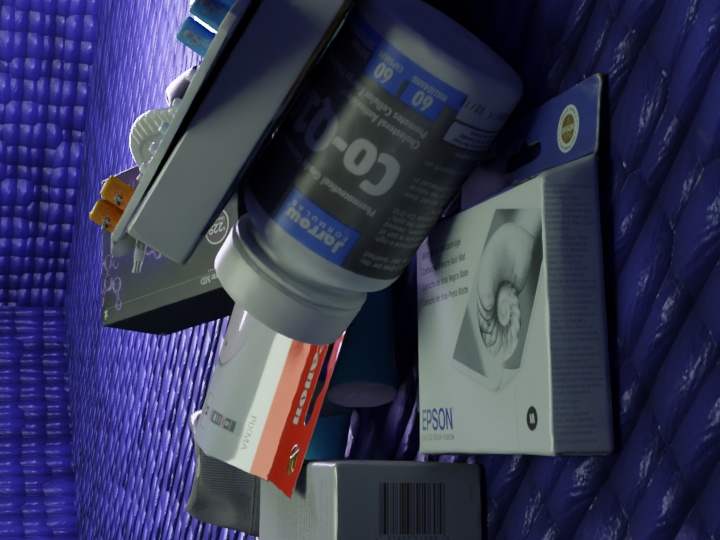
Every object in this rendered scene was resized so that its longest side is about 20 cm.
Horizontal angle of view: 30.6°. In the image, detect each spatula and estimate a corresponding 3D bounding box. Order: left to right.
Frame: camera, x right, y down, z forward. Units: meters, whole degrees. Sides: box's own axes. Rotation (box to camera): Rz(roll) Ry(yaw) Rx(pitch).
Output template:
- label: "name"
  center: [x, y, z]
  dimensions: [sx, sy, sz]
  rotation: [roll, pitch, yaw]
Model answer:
- label: "spatula"
  center: [-0.117, -0.159, 1.039]
  dimensions: [0.200, 0.020, 0.057]
  rotation: [-15, 91, 58]

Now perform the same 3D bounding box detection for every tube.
- label: "tube"
  center: [-0.039, 0.190, 1.119]
  dimensions: [0.078, 0.050, 0.201]
  rotation: [-97, 11, -60]
- label: "tube"
  center: [0.000, 0.000, 0.990]
  dimensions: [0.077, 0.050, 0.201]
  rotation: [-32, 50, 47]

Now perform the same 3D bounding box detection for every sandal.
- label: "sandal"
  center: [-0.120, -0.106, 1.050]
  dimensions: [0.202, 0.050, 0.083]
  rotation: [-15, 105, 55]

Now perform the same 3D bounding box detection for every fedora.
- label: "fedora"
  center: [-0.117, 0.182, 1.233]
  dimensions: [0.200, 0.090, 0.178]
  rotation: [-178, 90, -82]

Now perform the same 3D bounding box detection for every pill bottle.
- label: "pill bottle"
  center: [0.000, -0.060, 0.802]
  dimensions: [0.200, 0.113, 0.114]
  rotation: [-56, 30, 20]

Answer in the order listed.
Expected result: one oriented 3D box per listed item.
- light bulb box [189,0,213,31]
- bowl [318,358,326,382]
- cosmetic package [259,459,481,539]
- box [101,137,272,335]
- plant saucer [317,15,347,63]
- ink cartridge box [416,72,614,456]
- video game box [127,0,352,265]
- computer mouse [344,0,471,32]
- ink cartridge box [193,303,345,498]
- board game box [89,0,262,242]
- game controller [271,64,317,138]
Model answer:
- label: "light bulb box"
  center: [-0.062, -0.277, 1.100]
  dimensions: [0.199, 0.124, 0.201]
  rotation: [-115, 30, -55]
- label: "bowl"
  center: [-0.041, 0.004, 1.143]
  dimensions: [0.200, 0.039, 0.202]
  rotation: [-178, 90, -73]
- label: "cosmetic package"
  center: [0.000, 0.165, 0.897]
  dimensions: [0.200, 0.101, 0.075]
  rotation: [152, 120, -71]
- label: "box"
  center: [-0.141, -0.032, 1.150]
  dimensions: [0.199, 0.079, 0.142]
  rotation: [-18, 72, 43]
- label: "plant saucer"
  center: [-0.009, -0.243, 0.909]
  dimensions: [0.027, 0.199, 0.201]
  rotation: [-24, -55, -60]
- label: "ink cartridge box"
  center: [0.081, 0.006, 0.758]
  dimensions: [0.200, 0.040, 0.201]
  rotation: [155, 116, -71]
- label: "video game box"
  center: [-0.058, -0.119, 0.808]
  dimensions: [0.200, 0.047, 0.182]
  rotation: [-56, 9, 22]
- label: "computer mouse"
  center: [-0.017, -0.179, 0.895]
  dimensions: [0.034, 0.199, 0.059]
  rotation: [-25, -55, -59]
- label: "ink cartridge box"
  center: [-0.065, 0.065, 0.949]
  dimensions: [0.200, 0.057, 0.164]
  rotation: [180, 108, -79]
- label: "board game box"
  center: [-0.086, -0.140, 0.807]
  dimensions: [0.200, 0.026, 0.200]
  rotation: [-53, 8, 45]
- label: "game controller"
  center: [-0.024, -0.180, 0.974]
  dimensions: [0.042, 0.104, 0.201]
  rotation: [-10, -85, -77]
